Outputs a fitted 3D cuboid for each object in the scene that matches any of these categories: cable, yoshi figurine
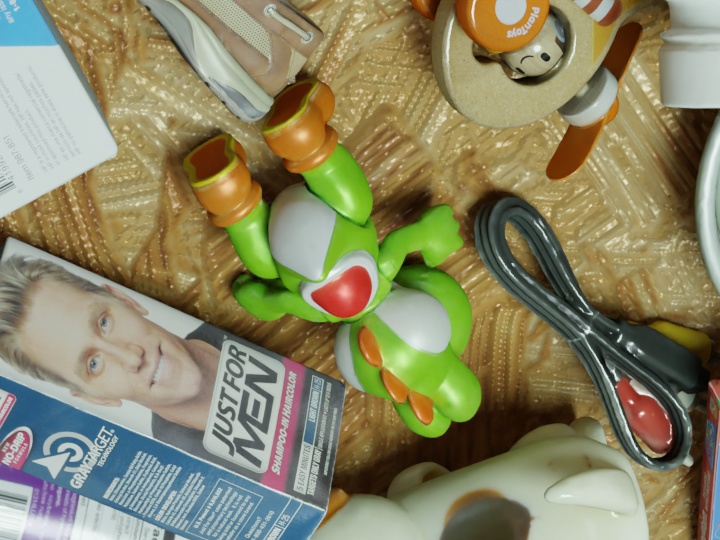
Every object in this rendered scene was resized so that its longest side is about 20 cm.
[{"bbox_3d":[0.127,0.042,1.586,0.200,0.050,0.097,33,65,-22],"label":"cable"},{"bbox_3d":[-0.004,-0.004,1.520,0.112,0.112,0.200,-47,112,-29],"label":"yoshi figurine"}]

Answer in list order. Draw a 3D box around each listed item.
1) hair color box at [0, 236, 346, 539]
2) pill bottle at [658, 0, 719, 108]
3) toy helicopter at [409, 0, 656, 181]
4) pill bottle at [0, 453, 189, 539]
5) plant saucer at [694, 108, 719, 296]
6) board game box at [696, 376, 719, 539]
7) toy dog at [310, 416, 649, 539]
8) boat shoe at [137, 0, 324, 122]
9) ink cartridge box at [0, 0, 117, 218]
[{"bbox_3d":[-0.111,0.071,1.477,0.199,0.100,0.061,23,129,-13],"label":"hair color box"},{"bbox_3d":[0.191,-0.183,1.419,0.114,0.114,0.201,-3,96,-15],"label":"pill bottle"},{"bbox_3d":[0.128,-0.135,1.489,0.199,0.079,0.133,-28,116,-16],"label":"toy helicopter"},{"bbox_3d":[-0.149,0.135,1.524,0.199,0.112,0.112,16,112,-24],"label":"pill bottle"},{"bbox_3d":[0.264,-0.055,1.572,0.199,0.050,0.201,-8,111,-21],"label":"plant saucer"},{"bbox_3d":[0.244,0.108,1.634,0.103,0.019,0.200,-20,146,-10],"label":"board game box"},{"bbox_3d":[0.053,0.166,1.556,0.199,0.194,0.140,-13,84,-7],"label":"toy dog"},{"bbox_3d":[-0.088,-0.161,1.412,0.072,0.076,0.200,-39,130,2],"label":"boat shoe"},{"bbox_3d":[-0.242,-0.081,1.395,0.199,0.084,0.145,-29,122,-1],"label":"ink cartridge box"}]
